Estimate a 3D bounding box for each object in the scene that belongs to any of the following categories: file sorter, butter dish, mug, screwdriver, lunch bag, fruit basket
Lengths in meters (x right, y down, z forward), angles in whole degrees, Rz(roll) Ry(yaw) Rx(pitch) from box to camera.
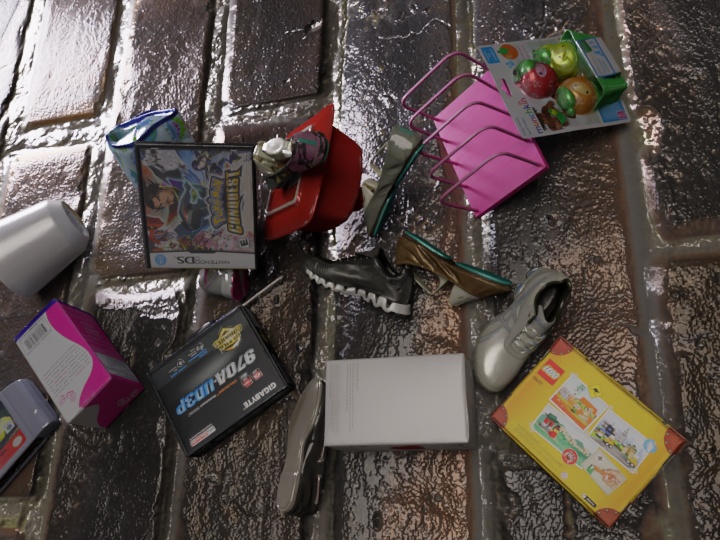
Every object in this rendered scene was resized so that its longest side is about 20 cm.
[{"bbox_3d":[0.165,-0.210,1.003,0.139,0.125,0.202,-37,61,36],"label":"file sorter"},{"bbox_3d":[-0.057,-0.139,1.072,0.199,0.147,0.202,-13,63,60],"label":"butter dish"},{"bbox_3d":[-0.603,-0.068,1.212,0.152,0.150,0.187,-33,72,-5],"label":"mug"},{"bbox_3d":[-0.212,0.067,1.100,0.199,0.029,0.028,-38,65,7],"label":"screwdriver"},{"bbox_3d":[-0.345,-0.177,1.121,0.199,0.171,0.128,7,45,47],"label":"lunch bag"},{"bbox_3d":[0.301,-0.294,1.003,0.198,0.094,0.187,-9,65,-21],"label":"fruit basket"}]

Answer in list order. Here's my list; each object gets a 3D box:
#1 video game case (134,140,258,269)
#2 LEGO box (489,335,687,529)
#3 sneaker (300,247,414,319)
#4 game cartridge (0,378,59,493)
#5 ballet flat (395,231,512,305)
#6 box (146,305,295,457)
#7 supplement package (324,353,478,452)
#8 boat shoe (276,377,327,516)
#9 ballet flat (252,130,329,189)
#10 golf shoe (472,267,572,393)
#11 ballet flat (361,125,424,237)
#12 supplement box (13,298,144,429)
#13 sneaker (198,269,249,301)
[{"bbox_3d":[-0.253,-0.098,1.019,0.178,0.026,0.202,1,112,-3],"label":"video game case"},{"bbox_3d":[0.297,0.213,0.869,0.149,0.077,0.200,-46,65,-2],"label":"LEGO box"},{"bbox_3d":[0.000,0.000,1.030,0.198,0.066,0.091,21,100,19],"label":"sneaker"},{"bbox_3d":[-0.635,0.299,1.151,0.133,0.041,0.200,38,86,28],"label":"game cartridge"},{"bbox_3d":[0.134,0.009,1.003,0.199,0.068,0.073,28,101,24],"label":"ballet flat"},{"bbox_3d":[-0.227,0.178,1.053,0.199,0.046,0.160,-35,71,4],"label":"box"},{"bbox_3d":[0.060,0.192,0.925,0.198,0.121,0.121,-6,69,16],"label":"supplement package"},{"bbox_3d":[-0.076,0.267,0.985,0.067,0.057,0.202,-12,59,52],"label":"boat shoe"},{"bbox_3d":[-0.117,-0.169,0.965,0.199,0.071,0.070,-8,70,61],"label":"ballet flat"},{"bbox_3d":[0.228,0.082,0.917,0.078,0.097,0.201,31,84,-6],"label":"golf shoe"},{"bbox_3d":[0.036,-0.141,1.025,0.063,0.201,0.068,31,41,5],"label":"ballet flat"},{"bbox_3d":[-0.481,0.160,1.114,0.101,0.103,0.200,-45,64,-3],"label":"supplement box"},{"bbox_3d":[-0.239,-0.048,1.122,0.087,0.081,0.202,-1,71,15],"label":"sneaker"}]
